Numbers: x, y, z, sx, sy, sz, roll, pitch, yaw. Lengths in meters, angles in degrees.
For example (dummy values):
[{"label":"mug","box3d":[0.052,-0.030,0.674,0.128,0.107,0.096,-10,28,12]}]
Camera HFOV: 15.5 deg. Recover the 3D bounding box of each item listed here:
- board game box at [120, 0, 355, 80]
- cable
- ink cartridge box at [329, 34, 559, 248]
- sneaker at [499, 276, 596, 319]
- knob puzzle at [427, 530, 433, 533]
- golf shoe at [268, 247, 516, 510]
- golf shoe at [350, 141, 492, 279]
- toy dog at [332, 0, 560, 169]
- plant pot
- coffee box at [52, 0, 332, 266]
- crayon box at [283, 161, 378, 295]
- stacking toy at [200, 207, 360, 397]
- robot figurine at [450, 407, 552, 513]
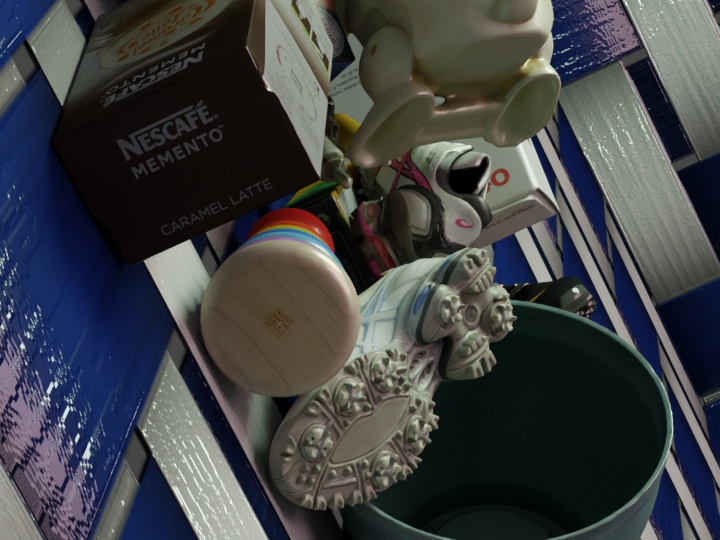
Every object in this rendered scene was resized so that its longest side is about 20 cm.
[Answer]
[{"label":"board game box","box3d":[-0.096,-0.202,1.578,0.135,0.035,0.201,-7,68,-43]},{"label":"cable","box3d":[-0.059,-0.110,1.724,0.200,0.097,0.051,-131,-142,-55]},{"label":"ink cartridge box","box3d":[0.038,-0.107,1.908,0.201,0.144,0.084,69,12,17]},{"label":"sneaker","box3d":[0.086,0.036,1.850,0.090,0.070,0.200,53,-32,4]},{"label":"knob puzzle","box3d":[0.061,0.152,1.756,0.220,0.030,0.221,-11,90,-73]},{"label":"golf shoe","box3d":[0.000,0.063,1.487,0.200,0.097,0.079,-43,121,-37]},{"label":"golf shoe","box3d":[0.046,-0.049,1.700,0.073,0.092,0.200,60,11,-22]},{"label":"toy dog","box3d":[0.030,-0.190,1.626,0.194,0.139,0.201,107,-36,-58]},{"label":"plant pot","box3d":[0.077,0.133,1.541,0.201,0.199,0.135,-101,-172,-49]},{"label":"coffee box","box3d":[-0.083,-0.094,1.390,0.080,0.114,0.200,61,11,-20]},{"label":"crayon box","box3d":[0.000,0.000,1.748,0.126,0.051,0.200,65,12,-7]},{"label":"stacking toy","box3d":[-0.044,0.005,1.488,0.086,0.085,0.200,63,5,-13]},{"label":"robot figurine","box3d":[0.112,0.129,1.690,0.113,0.169,0.201,13,-48,45]}]
